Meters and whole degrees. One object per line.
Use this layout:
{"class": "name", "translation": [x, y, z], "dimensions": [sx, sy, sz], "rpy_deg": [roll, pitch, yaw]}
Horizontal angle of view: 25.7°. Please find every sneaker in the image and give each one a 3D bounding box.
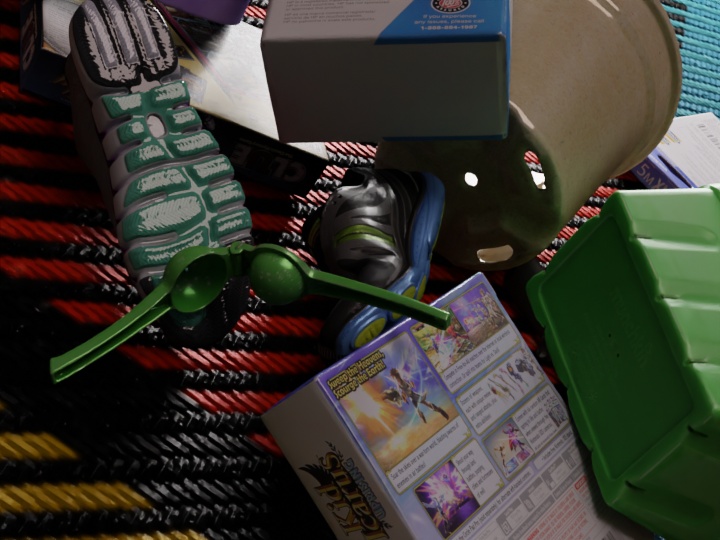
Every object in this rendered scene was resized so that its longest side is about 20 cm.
{"class": "sneaker", "translation": [0.000, 0.000, 0.949], "dimensions": [0.082, 0.071, 0.200], "rpy_deg": [13, 34, 2]}
{"class": "sneaker", "translation": [-0.116, -0.049, 0.878], "dimensions": [0.074, 0.087, 0.202], "rpy_deg": [-12, 79, -25]}

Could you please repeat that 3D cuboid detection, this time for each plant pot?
{"class": "plant pot", "translation": [0.101, -0.103, 1.084], "dimensions": [0.200, 0.201, 0.184], "rpy_deg": [37, 42, 0]}

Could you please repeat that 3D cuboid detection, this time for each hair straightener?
{"class": "hair straightener", "translation": [0.140, 0.068, 1.026], "dimensions": [0.077, 0.041, 0.201], "rpy_deg": [9, 45, -39]}

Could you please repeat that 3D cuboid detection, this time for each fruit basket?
{"class": "fruit basket", "translation": [0.212, 0.067, 0.931], "dimensions": [0.214, 0.156, 0.217], "rpy_deg": [26, 37, -21]}

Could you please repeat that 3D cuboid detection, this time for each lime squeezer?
{"class": "lime squeezer", "translation": [-0.058, 0.012, 0.795], "dimensions": [0.198, 0.038, 0.071], "rpy_deg": [-7, 29, -6]}

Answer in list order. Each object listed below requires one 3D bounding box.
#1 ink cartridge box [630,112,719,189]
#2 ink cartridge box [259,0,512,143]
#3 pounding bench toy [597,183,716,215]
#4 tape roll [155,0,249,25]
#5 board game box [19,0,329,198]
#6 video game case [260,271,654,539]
{"class": "ink cartridge box", "translation": [0.299, -0.081, 1.386], "dimensions": [0.119, 0.042, 0.199], "rpy_deg": [49, 29, 19]}
{"class": "ink cartridge box", "translation": [0.024, -0.176, 0.993], "dimensions": [0.143, 0.085, 0.201], "rpy_deg": [0, 46, 8]}
{"class": "pounding bench toy", "translation": [0.249, 0.039, 1.080], "dimensions": [0.198, 0.125, 0.157], "rpy_deg": [17, 35, -11]}
{"class": "tape roll", "translation": [-0.151, -0.241, 1.023], "dimensions": [0.199, 0.085, 0.200], "rpy_deg": [26, 12, -6]}
{"class": "board game box", "translation": [-0.121, -0.131, 1.016], "dimensions": [0.199, 0.035, 0.136], "rpy_deg": [20, 34, -27]}
{"class": "video game case", "translation": [0.058, 0.110, 0.825], "dimensions": [0.182, 0.045, 0.200], "rpy_deg": [58, 32, 3]}
